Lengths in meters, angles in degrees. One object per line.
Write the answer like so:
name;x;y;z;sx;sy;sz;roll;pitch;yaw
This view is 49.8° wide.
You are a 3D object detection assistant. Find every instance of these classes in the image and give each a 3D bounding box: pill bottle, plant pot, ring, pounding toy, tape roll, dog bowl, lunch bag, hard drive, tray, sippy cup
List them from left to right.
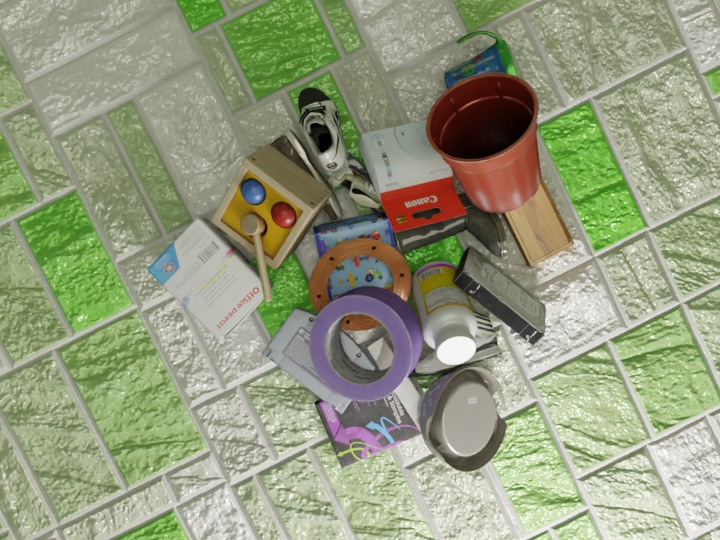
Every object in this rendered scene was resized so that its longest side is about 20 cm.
pounding toy;-0.174;-0.089;1.461;0.184;0.142;0.200;37;121;1
ring;-0.001;0.027;1.494;0.199;0.019;0.201;-4;117;-7
lunch bag;0.000;0.000;1.527;0.150;0.094;0.201;-12;103;-3
tape roll;0.010;0.135;1.444;0.199;0.085;0.201;4;102;17
pill bottle;0.160;0.080;1.465;0.104;0.201;0.105;-4;131;-5
dog bowl;0.199;0.286;1.514;0.199;0.059;0.201;-1;91;-36
sippy cup;0.234;-0.354;1.490;0.130;0.140;0.179;-17;75;10
plant pot;0.243;-0.220;1.423;0.200;0.195;0.202;-11;56;17
hard drive;0.273;0.045;1.502;0.200;0.140;0.038;38;116;-2
tray;0.336;-0.119;1.546;0.098;0.037;0.201;-27;94;1

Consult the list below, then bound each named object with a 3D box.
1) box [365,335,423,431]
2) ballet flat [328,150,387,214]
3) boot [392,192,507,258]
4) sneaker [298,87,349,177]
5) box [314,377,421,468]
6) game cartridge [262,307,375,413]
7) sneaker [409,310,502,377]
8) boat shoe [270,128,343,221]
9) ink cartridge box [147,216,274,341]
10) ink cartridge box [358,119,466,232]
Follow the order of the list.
box;0.079;0.222;1.526;0.041;0.039;0.201;-33;93;-3
ballet flat;-0.014;-0.176;1.504;0.200;0.073;0.073;37;92;3
boot;0.167;-0.073;1.502;0.199;0.073;0.182;-15;50;-7
sneaker;-0.077;-0.282;1.474;0.074;0.089;0.201;-26;65;9
box;0.026;0.293;1.564;0.199;0.036;0.144;-24;94;-2
game cartridge;-0.077;0.170;1.537;0.200;0.041;0.133;37;89;6
sneaker;0.174;0.139;1.543;0.199;0.076;0.116;-15;84;-15
boat shoe;-0.105;-0.177;1.517;0.059;0.072;0.201;-33;91;8
ink cartridge box;-0.288;0.016;1.516;0.145;0.085;0.200;-45;92;2
ink cartridge box;0.102;-0.184;1.476;0.159;0.047;0.201;-15;69;-18
